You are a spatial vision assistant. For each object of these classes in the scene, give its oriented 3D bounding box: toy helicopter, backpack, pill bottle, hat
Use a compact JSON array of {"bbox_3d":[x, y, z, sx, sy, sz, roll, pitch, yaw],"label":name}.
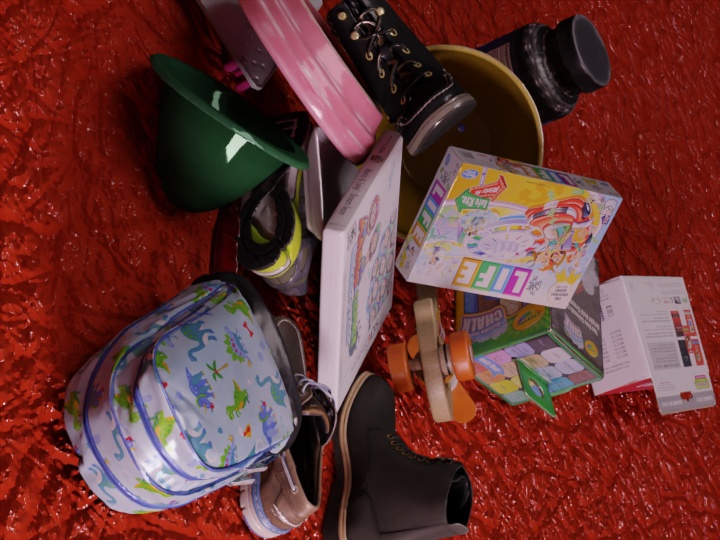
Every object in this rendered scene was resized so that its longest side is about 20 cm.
[{"bbox_3d":[0.074,0.064,1.592,0.133,0.078,0.201,69,13,-47],"label":"toy helicopter"},{"bbox_3d":[-0.134,0.100,1.218,0.199,0.153,0.165,-23,96,-41],"label":"backpack"},{"bbox_3d":[0.177,-0.211,1.806,0.112,0.199,0.113,34,45,-43],"label":"pill bottle"},{"bbox_3d":[-0.154,-0.065,1.380,0.165,0.177,0.200,30,11,-24],"label":"hat"}]

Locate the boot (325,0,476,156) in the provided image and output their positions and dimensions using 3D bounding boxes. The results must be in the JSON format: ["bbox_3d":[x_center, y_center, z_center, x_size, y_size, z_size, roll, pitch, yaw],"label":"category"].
[{"bbox_3d":[0.030,-0.185,1.439,0.154,0.073,0.204,53,3,-4],"label":"boot"}]

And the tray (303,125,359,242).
[{"bbox_3d":[-0.024,-0.060,1.491,0.200,0.022,0.109,39,46,-75],"label":"tray"}]

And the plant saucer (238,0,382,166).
[{"bbox_3d":[-0.040,-0.192,1.472,0.201,0.051,0.201,55,6,-8],"label":"plant saucer"}]

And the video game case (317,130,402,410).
[{"bbox_3d":[0.000,0.000,1.475,0.182,0.023,0.202,-60,158,-52],"label":"video game case"}]

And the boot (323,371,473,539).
[{"bbox_3d":[0.046,0.170,1.441,0.077,0.137,0.202,39,42,-40],"label":"boot"}]

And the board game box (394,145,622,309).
[{"bbox_3d":[0.147,-0.039,1.573,0.198,0.135,0.034,9,28,-31],"label":"board game box"}]

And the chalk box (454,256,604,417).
[{"bbox_3d":[0.182,0.063,1.734,0.124,0.123,0.202,39,43,-41],"label":"chalk box"}]

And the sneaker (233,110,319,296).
[{"bbox_3d":[-0.072,-0.062,1.473,0.081,0.073,0.202,61,28,-48],"label":"sneaker"}]

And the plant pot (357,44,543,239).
[{"bbox_3d":[0.088,-0.129,1.660,0.142,0.198,0.202,-47,115,-84],"label":"plant pot"}]

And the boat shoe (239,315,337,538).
[{"bbox_3d":[-0.057,0.126,1.367,0.072,0.072,0.202,29,49,-47],"label":"boat shoe"}]

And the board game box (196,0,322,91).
[{"bbox_3d":[-0.126,-0.299,1.551,0.201,0.026,0.201,57,33,-21],"label":"board game box"}]

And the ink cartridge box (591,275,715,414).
[{"bbox_3d":[0.360,0.102,2.024,0.199,0.083,0.178,3,70,-57],"label":"ink cartridge box"}]
